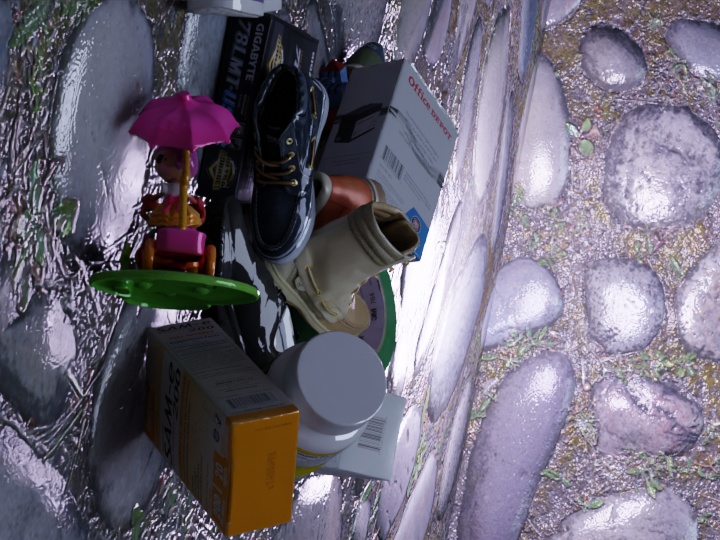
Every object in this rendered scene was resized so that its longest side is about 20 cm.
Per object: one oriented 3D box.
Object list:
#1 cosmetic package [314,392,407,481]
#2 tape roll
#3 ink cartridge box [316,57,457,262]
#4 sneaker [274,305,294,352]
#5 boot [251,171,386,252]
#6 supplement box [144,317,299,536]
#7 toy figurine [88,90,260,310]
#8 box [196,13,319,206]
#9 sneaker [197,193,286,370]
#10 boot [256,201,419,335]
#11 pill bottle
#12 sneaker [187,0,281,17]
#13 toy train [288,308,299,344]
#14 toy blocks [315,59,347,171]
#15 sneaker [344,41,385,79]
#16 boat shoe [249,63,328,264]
[{"bbox_3d":[-0.029,0.209,1.990,0.200,0.081,0.113,-7,-112,65],"label":"cosmetic package"},{"bbox_3d":[-0.025,0.039,1.827,0.200,0.048,0.201,31,53,-53],"label":"tape roll"},{"bbox_3d":[0.031,-0.128,1.830,0.145,0.084,0.200,50,46,-41],"label":"ink cartridge box"},{"bbox_3d":[-0.105,0.125,1.661,0.080,0.076,0.200,-33,107,-52],"label":"sneaker"},{"bbox_3d":[-0.078,-0.047,1.698,0.107,0.200,0.075,9,51,-52],"label":"boot"},{"bbox_3d":[-0.138,0.146,1.475,0.073,0.200,0.126,-9,118,-28],"label":"supplement box"},{"bbox_3d":[-0.162,-0.066,1.389,0.200,0.150,0.184,139,-44,-76],"label":"toy figurine"},{"bbox_3d":[-0.106,-0.168,1.658,0.198,0.050,0.200,2,100,-75],"label":"box"},{"bbox_3d":[-0.122,0.018,1.578,0.091,0.076,0.200,-11,107,-29],"label":"sneaker"},{"bbox_3d":[0.000,0.000,1.670,0.200,0.155,0.073,43,32,-48],"label":"boot"},{"bbox_3d":[-0.057,0.137,1.523,0.200,0.114,0.114,-43,-157,56],"label":"pill bottle"},{"bbox_3d":[-0.120,-0.300,1.463,0.200,0.073,0.114,-67,161,-75],"label":"sneaker"},{"bbox_3d":[-0.095,0.072,1.724,0.034,0.046,0.200,-70,146,-56],"label":"toy train"},{"bbox_3d":[-0.033,-0.176,1.889,0.200,0.100,0.137,-54,141,-60],"label":"toy blocks"},{"bbox_3d":[0.015,-0.217,2.063,0.200,0.067,0.090,83,28,-45],"label":"sneaker"},{"bbox_3d":[-0.085,-0.110,1.569,0.091,0.071,0.200,25,72,-72],"label":"boat shoe"}]
